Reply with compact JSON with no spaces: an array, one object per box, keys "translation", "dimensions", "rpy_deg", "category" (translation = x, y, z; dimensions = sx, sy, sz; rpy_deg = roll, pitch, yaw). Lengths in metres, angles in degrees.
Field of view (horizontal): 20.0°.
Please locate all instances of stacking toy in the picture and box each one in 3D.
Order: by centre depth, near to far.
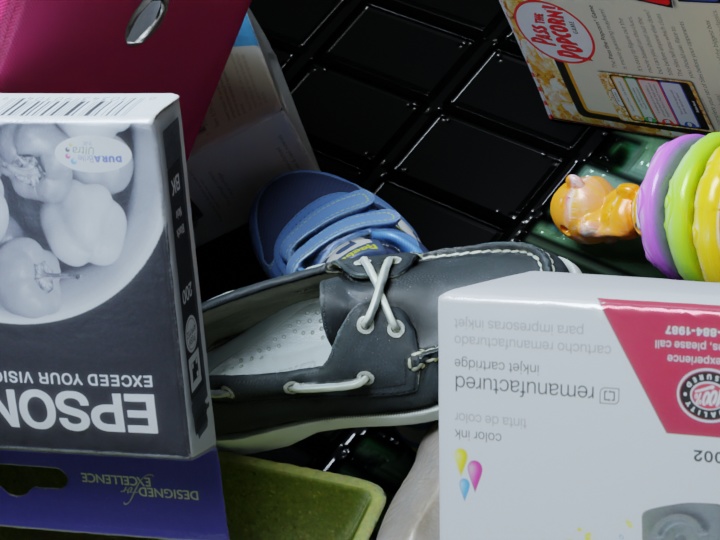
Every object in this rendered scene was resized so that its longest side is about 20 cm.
[{"translation":[0.168,-0.024,0.931],"dimensions":[0.200,0.116,0.110],"rpy_deg":[5,50,46],"category":"stacking toy"}]

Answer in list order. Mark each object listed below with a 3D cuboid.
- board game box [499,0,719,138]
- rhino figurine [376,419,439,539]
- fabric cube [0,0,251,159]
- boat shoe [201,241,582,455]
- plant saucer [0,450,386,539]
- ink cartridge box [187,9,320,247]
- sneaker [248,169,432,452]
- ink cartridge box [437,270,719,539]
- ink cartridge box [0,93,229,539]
[{"translation":[0.161,-0.121,0.964],"dimensions":[0.200,0.152,0.046],"rpy_deg":[13,60,33],"category":"board game box"},{"translation":[0.052,0.094,0.882],"dimensions":[0.060,0.087,0.200],"rpy_deg":[6,56,30],"category":"rhino figurine"},{"translation":[-0.189,-0.118,0.949],"dimensions":[0.200,0.199,0.196],"rpy_deg":[35,28,19],"category":"fabric cube"},{"translation":[-0.003,0.028,0.873],"dimensions":[0.200,0.060,0.076],"rpy_deg":[-22,44,22],"category":"boat shoe"},{"translation":[-0.109,0.163,0.867],"dimensions":[0.200,0.048,0.200],"rpy_deg":[9,49,23],"category":"plant saucer"},{"translation":[-0.133,-0.060,1.117],"dimensions":[0.200,0.067,0.116],"rpy_deg":[-25,47,5],"category":"ink cartridge box"},{"translation":[0.000,0.000,0.991],"dimensions":[0.074,0.082,0.200],"rpy_deg":[-39,45,-5],"category":"sneaker"},{"translation":[0.109,0.105,0.771],"dimensions":[0.148,0.086,0.200],"rpy_deg":[2,95,29],"category":"ink cartridge box"},{"translation":[-0.159,0.026,0.843],"dimensions":[0.198,0.200,0.043],"rpy_deg":[1,21,17],"category":"ink cartridge box"}]
